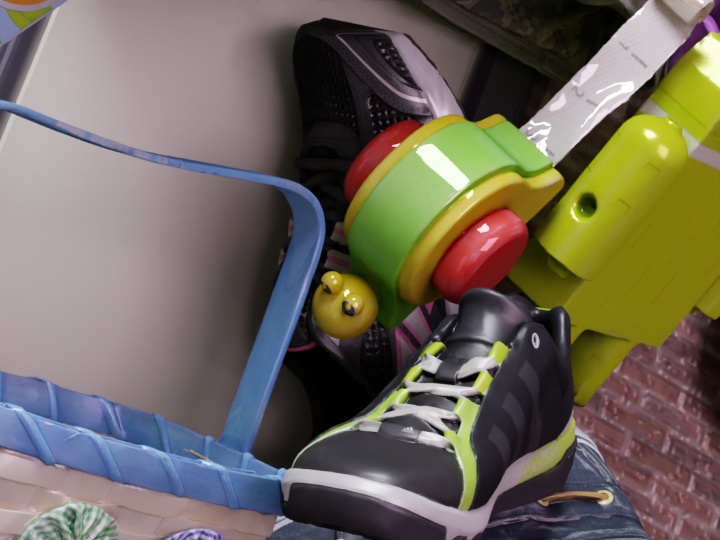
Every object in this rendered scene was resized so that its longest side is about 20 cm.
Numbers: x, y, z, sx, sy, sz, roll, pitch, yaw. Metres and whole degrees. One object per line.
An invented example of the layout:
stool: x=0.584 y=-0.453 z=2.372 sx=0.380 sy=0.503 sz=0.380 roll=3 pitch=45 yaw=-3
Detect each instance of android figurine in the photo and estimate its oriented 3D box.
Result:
android figurine: x=0.134 y=-0.027 z=1.194 sx=0.200 sy=0.041 sz=0.182 roll=-49 pitch=156 yaw=11

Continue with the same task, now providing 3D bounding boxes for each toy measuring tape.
toy measuring tape: x=0.056 y=-0.049 z=1.093 sx=0.200 sy=0.074 sz=0.074 roll=-43 pitch=114 yaw=-5

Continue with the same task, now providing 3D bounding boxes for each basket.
basket: x=-0.102 y=0.049 z=1.036 sx=0.176 sy=0.139 sz=0.200 roll=13 pitch=89 yaw=-41

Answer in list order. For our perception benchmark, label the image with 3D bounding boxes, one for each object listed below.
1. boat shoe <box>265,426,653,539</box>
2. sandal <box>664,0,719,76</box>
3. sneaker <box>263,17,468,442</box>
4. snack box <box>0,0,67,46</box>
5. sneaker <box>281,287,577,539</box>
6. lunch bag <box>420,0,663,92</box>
boat shoe: x=0.021 y=0.123 z=1.122 sx=0.200 sy=0.091 sz=0.071 roll=-20 pitch=131 yaw=-16
sandal: x=0.165 y=-0.152 z=1.276 sx=0.050 sy=0.082 sz=0.203 roll=29 pitch=69 yaw=-24
sneaker: x=0.000 y=0.000 z=1.151 sx=0.086 sy=0.080 sz=0.200 roll=-18 pitch=98 yaw=-33
snack box: x=-0.200 y=-0.147 z=0.980 sx=0.142 sy=0.053 sz=0.200 roll=-32 pitch=114 yaw=13
sneaker: x=0.028 y=0.047 z=1.051 sx=0.200 sy=0.072 sz=0.083 roll=-20 pitch=119 yaw=-68
lunch bag: x=0.086 y=-0.178 z=1.189 sx=0.200 sy=0.117 sz=0.164 roll=34 pitch=67 yaw=-60
